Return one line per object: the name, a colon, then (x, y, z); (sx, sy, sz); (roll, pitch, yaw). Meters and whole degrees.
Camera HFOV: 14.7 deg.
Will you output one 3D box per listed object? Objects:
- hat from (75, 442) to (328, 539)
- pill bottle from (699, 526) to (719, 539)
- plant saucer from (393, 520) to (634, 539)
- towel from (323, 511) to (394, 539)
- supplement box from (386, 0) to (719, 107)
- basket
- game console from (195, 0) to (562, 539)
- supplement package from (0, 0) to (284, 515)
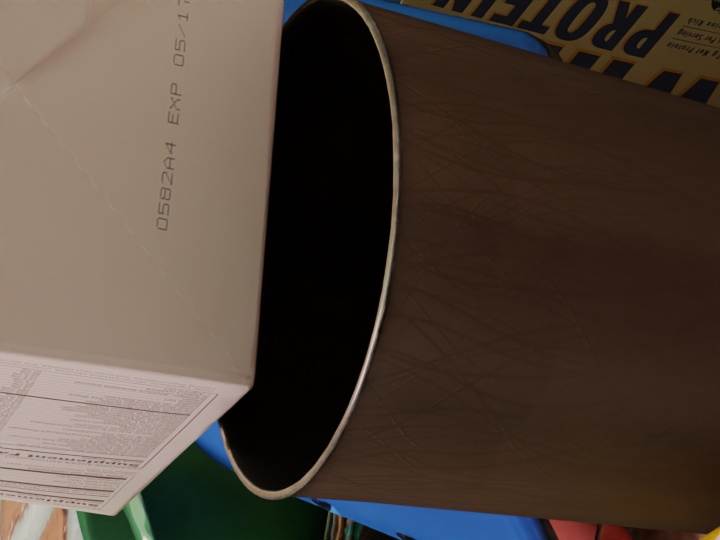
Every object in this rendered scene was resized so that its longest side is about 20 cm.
hat: (-0.015, 0.101, 1.126); (0.166, 0.175, 0.201); (102, 148, -60)
pill bottle: (0.116, 0.119, 0.756); (0.200, 0.104, 0.105); (132, 145, -58)
plant saucer: (0.048, 0.164, 1.049); (0.200, 0.036, 0.201); (-151, 73, -72)
towel: (0.000, 0.128, 1.143); (0.147, 0.022, 0.201); (-56, -22, -70)
supplement box: (0.065, -0.146, 1.024); (0.201, 0.133, 0.201); (-96, 24, -42)
basket: (0.074, 0.010, 0.798); (0.180, 0.199, 0.137); (-126, 49, -68)
game console: (0.000, 0.000, 0.974); (0.199, 0.118, 0.172); (18, 88, 42)
supplement package: (-0.120, -0.025, 0.846); (0.200, 0.150, 0.153); (136, 140, -68)
